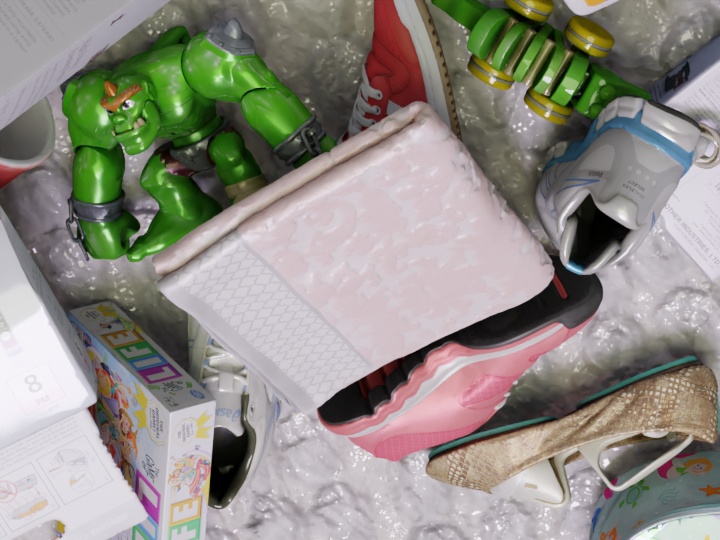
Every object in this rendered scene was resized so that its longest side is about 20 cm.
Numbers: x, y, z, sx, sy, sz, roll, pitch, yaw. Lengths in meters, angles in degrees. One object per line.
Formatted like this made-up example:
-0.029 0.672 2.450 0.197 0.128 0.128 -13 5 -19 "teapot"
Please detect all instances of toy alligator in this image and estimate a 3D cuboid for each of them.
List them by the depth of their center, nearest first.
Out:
0.128 -0.112 1.336 0.200 0.054 0.059 31 111 2 "toy alligator"

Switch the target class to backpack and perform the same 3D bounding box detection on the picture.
0.234 0.224 1.497 0.177 0.151 0.201 -3 114 4 "backpack"

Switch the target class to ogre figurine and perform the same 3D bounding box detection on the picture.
-0.107 -0.077 1.356 0.200 0.098 0.120 -6 113 52 "ogre figurine"

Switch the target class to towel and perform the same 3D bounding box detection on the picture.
0.000 0.000 1.344 0.191 0.032 0.200 -29 145 10 "towel"

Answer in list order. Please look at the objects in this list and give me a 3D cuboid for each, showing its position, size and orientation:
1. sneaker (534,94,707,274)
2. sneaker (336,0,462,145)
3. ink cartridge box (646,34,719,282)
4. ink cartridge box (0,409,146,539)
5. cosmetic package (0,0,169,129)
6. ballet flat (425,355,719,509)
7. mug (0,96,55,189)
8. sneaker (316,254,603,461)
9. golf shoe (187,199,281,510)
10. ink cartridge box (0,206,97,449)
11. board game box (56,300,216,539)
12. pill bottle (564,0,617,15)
0.135 -0.033 1.336 0.075 0.200 0.087 28 72 1 "sneaker"
0.004 -0.082 1.370 0.112 0.071 0.201 -11 120 3 "sneaker"
0.254 -0.095 1.378 0.200 0.042 0.119 -37 112 21 "ink cartridge box"
-0.246 0.100 1.374 0.162 0.057 0.200 -27 123 2 "ink cartridge box"
-0.153 -0.160 1.250 0.200 0.102 0.074 -39 92 -18 "cosmetic package"
0.140 0.117 1.472 0.199 0.070 0.066 -22 75 13 "ballet flat"
-0.307 -0.075 1.362 0.200 0.133 0.178 -39 74 24 "mug"
0.072 0.058 1.458 0.200 0.074 0.087 -28 135 14 "sneaker"
-0.077 0.058 1.432 0.078 0.097 0.201 2 117 1 "golf shoe"
-0.262 0.024 1.273 0.162 0.057 0.200 -25 123 2 "ink cartridge box"
-0.147 0.139 1.458 0.034 0.134 0.201 -13 124 -33 "board game box"
0.188 -0.232 1.264 0.199 0.112 0.112 -25 116 12 "pill bottle"
